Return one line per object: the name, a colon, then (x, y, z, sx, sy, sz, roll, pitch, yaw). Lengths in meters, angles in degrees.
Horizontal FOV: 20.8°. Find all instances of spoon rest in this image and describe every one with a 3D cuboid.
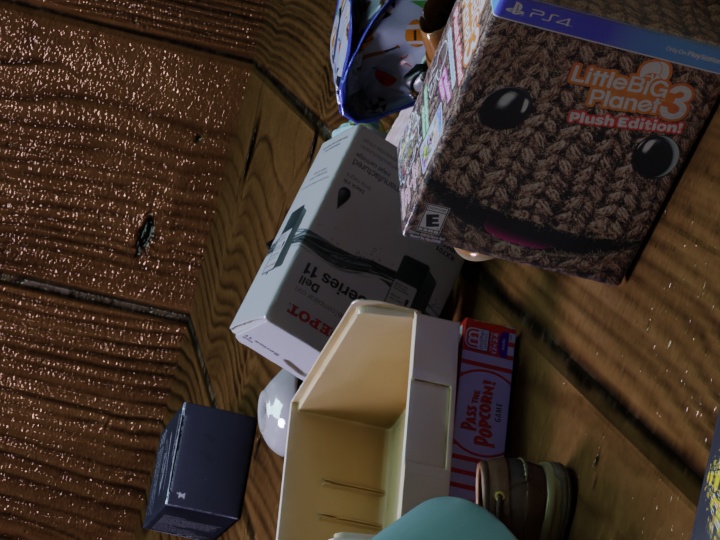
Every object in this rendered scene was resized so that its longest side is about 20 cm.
spoon rest: (-0.096, 0.131, 2.411, 0.099, 0.060, 0.201, 121, 146, -61)

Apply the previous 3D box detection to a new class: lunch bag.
lunch bag: (0.045, -0.234, 1.776, 0.200, 0.124, 0.170, -47, 17, 15)

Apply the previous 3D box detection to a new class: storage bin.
storage bin: (0.005, 0.156, 1.513, 0.199, 0.093, 0.200, 120, 160, -56)

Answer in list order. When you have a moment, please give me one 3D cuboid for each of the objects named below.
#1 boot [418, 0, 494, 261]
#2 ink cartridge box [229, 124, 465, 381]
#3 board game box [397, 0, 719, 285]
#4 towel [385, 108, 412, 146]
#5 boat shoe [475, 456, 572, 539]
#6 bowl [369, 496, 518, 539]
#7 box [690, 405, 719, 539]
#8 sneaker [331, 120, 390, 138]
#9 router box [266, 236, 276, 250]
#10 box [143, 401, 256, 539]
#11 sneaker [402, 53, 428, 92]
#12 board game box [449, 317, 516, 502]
boot: (0.087, -0.116, 1.476, 0.200, 0.076, 0.156, -73, -30, -48)
ink cartridge box: (0.000, 0.000, 1.685, 0.083, 0.146, 0.200, -22, 40, 64)
board game box: (0.129, -0.108, 1.276, 0.097, 0.159, 0.200, -92, 18, -50)
towel: (0.058, -0.126, 1.854, 0.200, 0.032, 0.191, -61, 11, 2)
boat shoe: (0.087, 0.223, 1.340, 0.072, 0.067, 0.201, -153, 76, -78)
bowl: (0.033, 0.254, 1.268, 0.201, 0.105, 0.201, 20, 114, 55)
box: (0.215, 0.102, 0.902, 0.200, 0.049, 0.162, -159, 79, -78)
sneaker: (0.000, -0.105, 2.116, 0.200, 0.079, 0.131, -159, 81, -78)
router box: (-0.016, 0.042, 1.848, 0.052, 0.157, 0.200, -34, 15, -1)
box: (-0.223, 0.280, 2.703, 0.200, 0.104, 0.148, 134, 147, -68)
sneaker: (0.083, -0.122, 1.626, 0.075, 0.115, 0.201, -122, 46, -74)
board game box: (0.067, 0.146, 1.580, 0.200, 0.046, 0.152, 125, 156, -62)
